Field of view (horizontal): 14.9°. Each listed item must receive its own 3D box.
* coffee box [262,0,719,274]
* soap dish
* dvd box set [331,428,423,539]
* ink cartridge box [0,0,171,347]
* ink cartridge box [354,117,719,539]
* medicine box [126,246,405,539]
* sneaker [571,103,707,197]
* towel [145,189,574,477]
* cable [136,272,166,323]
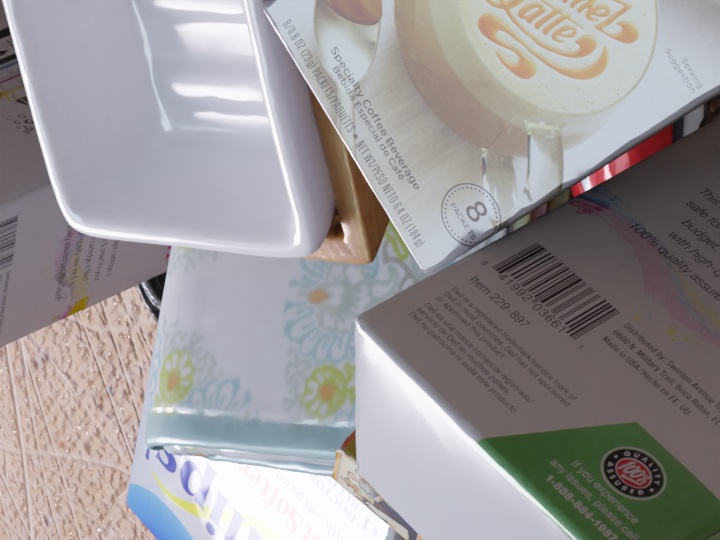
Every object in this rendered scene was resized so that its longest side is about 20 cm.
[{"bbox_3d":[0.080,-0.100,0.919,0.200,0.080,0.115,-33,89,34],"label":"coffee box"},{"bbox_3d":[-0.066,-0.107,1.089,0.157,0.081,0.201,6,120,39],"label":"soap dish"},{"bbox_3d":[0.110,0.086,1.006,0.200,0.146,0.029,37,150,16],"label":"dvd box set"},{"bbox_3d":[-0.189,-0.060,1.398,0.145,0.199,0.148,54,152,22],"label":"ink cartridge box"},{"bbox_3d":[0.117,0.041,0.942,0.145,0.199,0.088,42,150,34],"label":"ink cartridge box"},{"bbox_3d":[-0.008,0.079,1.272,0.182,0.103,0.201,44,136,34],"label":"medicine box"},{"bbox_3d":[0.071,-0.097,1.028,0.077,0.085,0.201,22,132,53],"label":"sneaker"},{"bbox_3d":[0.000,0.000,1.141,0.199,0.048,0.172,2,78,37],"label":"towel"},{"bbox_3d":[-0.066,0.059,1.446,0.200,0.050,0.097,53,149,16],"label":"cable"}]
